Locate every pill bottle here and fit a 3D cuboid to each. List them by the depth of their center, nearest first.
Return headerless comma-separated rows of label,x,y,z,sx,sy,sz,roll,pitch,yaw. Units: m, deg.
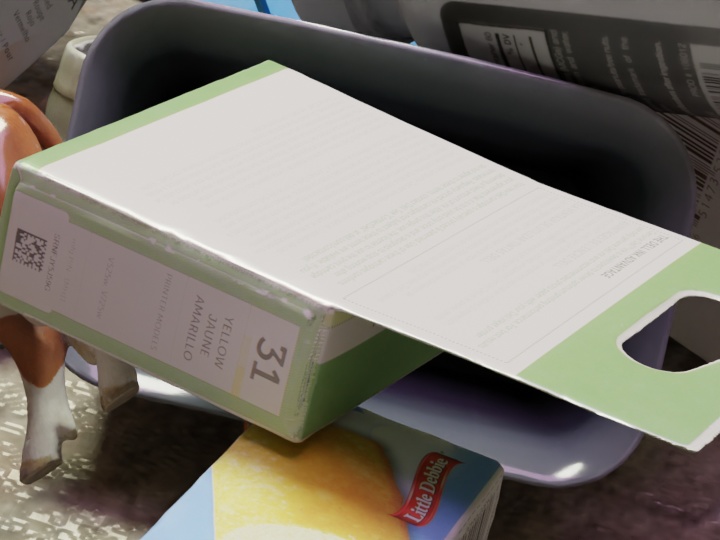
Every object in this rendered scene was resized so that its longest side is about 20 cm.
pill bottle,0.080,-0.112,0.860,0.199,0.117,0.116,9,24,27

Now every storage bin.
storage bin,0.000,0.000,0.892,0.198,0.147,0.134,12,1,0

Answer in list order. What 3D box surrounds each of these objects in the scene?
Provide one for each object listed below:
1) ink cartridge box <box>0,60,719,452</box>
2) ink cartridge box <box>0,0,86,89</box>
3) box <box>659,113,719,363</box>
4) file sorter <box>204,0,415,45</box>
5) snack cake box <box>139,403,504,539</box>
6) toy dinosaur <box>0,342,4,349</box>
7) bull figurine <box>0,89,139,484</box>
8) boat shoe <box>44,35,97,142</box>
ink cartridge box,0.019,0.007,0.722,0.199,0.048,0.145,25,24,19
ink cartridge box,-0.161,-0.160,1.093,0.162,0.050,0.200,32,63,32
box,0.177,-0.079,1.010,0.106,0.153,0.200,34,43,25
file sorter,-0.017,-0.182,1.149,0.199,0.123,0.139,26,70,23
snack cake box,-0.036,0.126,0.643,0.067,0.116,0.200,20,28,14
toy dinosaur,-0.138,-0.018,0.905,0.199,0.086,0.135,-4,35,-45
bull figurine,-0.160,0.031,0.761,0.122,0.199,0.065,55,-5,7
boat shoe,-0.034,-0.062,1.045,0.199,0.062,0.072,-8,34,-36
